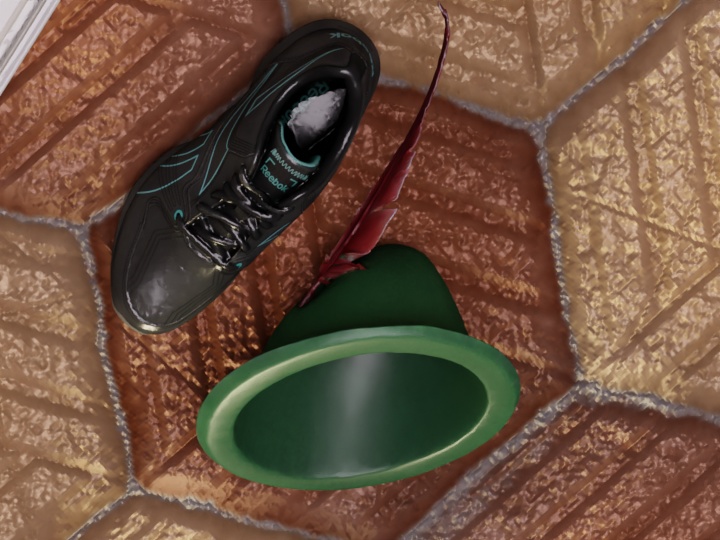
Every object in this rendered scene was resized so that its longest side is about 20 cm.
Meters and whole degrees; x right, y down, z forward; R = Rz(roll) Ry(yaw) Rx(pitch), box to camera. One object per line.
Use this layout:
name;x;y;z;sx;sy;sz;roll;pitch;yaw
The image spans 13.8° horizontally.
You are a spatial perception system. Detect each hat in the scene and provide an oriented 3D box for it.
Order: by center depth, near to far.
hat;0.000;0.000;1.605;0.199;0.177;0.166;-20;147;18

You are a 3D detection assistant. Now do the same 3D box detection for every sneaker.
sneaker;-0.064;-0.047;1.558;0.075;0.079;0.200;35;98;-15

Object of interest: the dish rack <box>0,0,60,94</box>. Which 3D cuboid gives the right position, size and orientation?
dish rack;-0.248;-0.146;1.525;0.171;0.044;0.200;31;98;-15
